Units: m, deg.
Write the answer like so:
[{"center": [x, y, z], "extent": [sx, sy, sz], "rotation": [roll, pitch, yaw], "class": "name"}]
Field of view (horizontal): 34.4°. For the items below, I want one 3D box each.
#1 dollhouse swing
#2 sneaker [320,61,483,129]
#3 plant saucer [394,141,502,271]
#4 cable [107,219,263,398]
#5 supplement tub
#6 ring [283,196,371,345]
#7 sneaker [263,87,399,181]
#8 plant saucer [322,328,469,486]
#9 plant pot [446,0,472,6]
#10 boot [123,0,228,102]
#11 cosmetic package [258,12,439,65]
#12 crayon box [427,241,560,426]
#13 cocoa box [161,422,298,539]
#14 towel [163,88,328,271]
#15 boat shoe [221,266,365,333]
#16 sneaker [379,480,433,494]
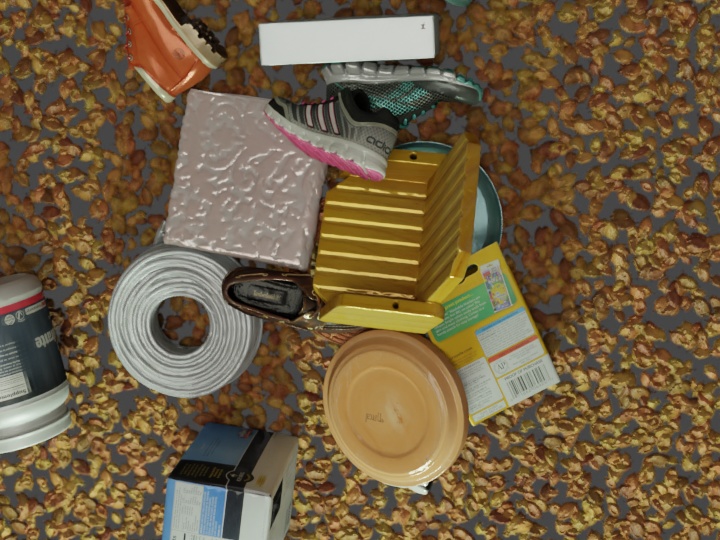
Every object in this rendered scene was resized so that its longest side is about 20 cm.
[{"center": [0.037, -0.056, 1.310], "extent": [0.179, 0.176, 0.203], "rotation": [6, 70, 5], "class": "dollhouse swing"}, {"center": [0.049, -0.201, 1.400], "extent": [0.197, 0.078, 0.093], "rotation": [5, 99, 13], "class": "sneaker"}, {"center": [0.078, -0.060, 1.448], "extent": [0.197, 0.027, 0.203], "rotation": [1, 101, 5], "class": "plant saucer"}, {"center": [-0.222, 0.062, 1.482], "extent": [0.199, 0.069, 0.201], "rotation": [35, 102, -2], "class": "cable"}, {"center": [-0.453, 0.116, 1.481], "extent": [0.138, 0.140, 0.203], "rotation": [-11, 100, 8], "class": "supplement tub"}, {"center": [0.000, 0.000, 1.446], "extent": [0.197, 0.019, 0.204], "rotation": [1, 101, 5], "class": "ring"}, {"center": [-0.029, -0.174, 1.355], "extent": [0.199, 0.074, 0.088], "rotation": [27, 83, 39], "class": "sneaker"}, {"center": [0.038, 0.171, 1.433], "extent": [0.198, 0.032, 0.203], "rotation": [8, 105, 29], "class": "plant saucer"}, {"center": [0.129, -0.410, 1.300], "extent": [0.200, 0.200, 0.188], "rotation": [42, 118, -3], "class": "plant pot"}, {"center": [-0.265, -0.302, 1.417], "extent": [0.107, 0.075, 0.201], "rotation": [-38, 96, 17], "class": "boot"}, {"center": [-0.008, -0.270, 1.353], "extent": [0.197, 0.151, 0.052], "rotation": [-1, 101, 7], "class": "cosmetic package"}, {"center": [0.149, 0.072, 1.430], "extent": [0.125, 0.052, 0.202], "rotation": [-26, 107, 1], "class": "crayon box"}, {"center": [-0.161, 0.291, 1.453], "extent": [0.129, 0.200, 0.135], "rotation": [8, 103, 5], "class": "cocoa box"}, {"center": [-0.137, -0.113, 1.431], "extent": [0.188, 0.032, 0.203], "rotation": [9, 84, 5], "class": "towel"}, {"center": [-0.071, 0.039, 1.408], "extent": [0.197, 0.070, 0.071], "rotation": [7, 94, -4], "class": "boat shoe"}, {"center": [0.055, 0.185, 1.479], "extent": [0.080, 0.075, 0.203], "rotation": [4, 101, 14], "class": "sneaker"}]
